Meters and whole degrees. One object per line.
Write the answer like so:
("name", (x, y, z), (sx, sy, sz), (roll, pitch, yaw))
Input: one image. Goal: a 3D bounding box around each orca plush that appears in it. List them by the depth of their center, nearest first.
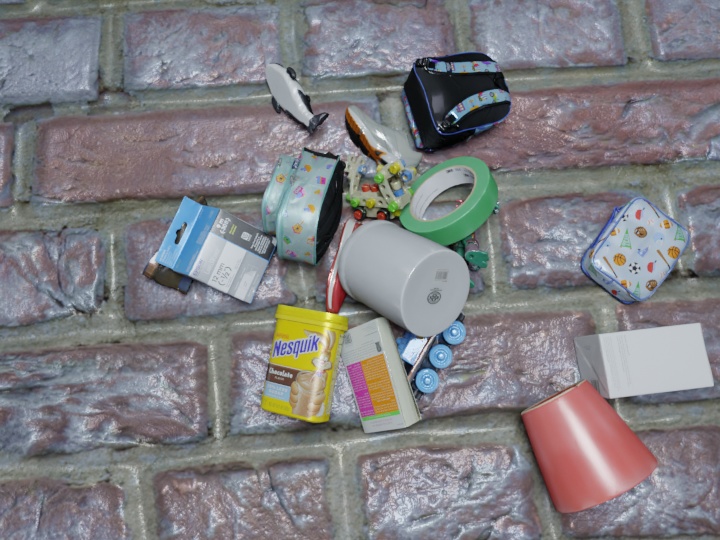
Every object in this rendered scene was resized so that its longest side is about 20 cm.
("orca plush", (-0.128, -0.381, 1.125), (0.071, 0.106, 0.200), (-19, 49, -41))

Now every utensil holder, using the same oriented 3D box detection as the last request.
("utensil holder", (0.078, 0.013, 0.958), (0.168, 0.199, 0.173), (-13, 115, -29))

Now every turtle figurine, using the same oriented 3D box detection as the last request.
("turtle figurine", (0.222, -0.060, 1.044), (0.099, 0.151, 0.201), (8, 40, 9))

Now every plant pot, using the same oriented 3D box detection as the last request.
("plant pot", (0.405, 0.315, 0.960), (0.198, 0.201, 0.179), (-26, 71, -5))

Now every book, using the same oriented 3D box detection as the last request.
("book", (0.026, 0.205, 1.002), (0.048, 0.133, 0.203), (-9, 78, -44))

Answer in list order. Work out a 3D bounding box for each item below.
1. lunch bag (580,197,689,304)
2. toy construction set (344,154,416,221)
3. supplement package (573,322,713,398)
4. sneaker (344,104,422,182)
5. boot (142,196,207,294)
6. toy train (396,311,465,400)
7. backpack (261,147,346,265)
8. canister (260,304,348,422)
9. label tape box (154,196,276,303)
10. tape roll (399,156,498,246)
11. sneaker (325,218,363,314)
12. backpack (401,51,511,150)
("lunch bag", (0.565, -0.046, 1.074), (0.160, 0.076, 0.201), (38, 83, 8))
("toy construction set", (0.028, -0.172, 1.053), (0.092, 0.199, 0.133), (-32, 123, -26))
("supplement package", (0.544, 0.176, 1.009), (0.197, 0.121, 0.122), (-7, 80, -1))
("sneaker", (0.050, -0.285, 1.118), (0.092, 0.076, 0.200), (-41, 90, -15))
("boot", (-0.354, -0.050, 1.077), (0.096, 0.075, 0.201), (34, 83, -11))
("toy train", (0.128, 0.152, 1.028), (0.113, 0.087, 0.202), (30, 84, 9))
("backpack", (-0.112, -0.117, 1.007), (0.151, 0.177, 0.202), (8, 57, -3))
("canister", (-0.110, 0.179, 1.007), (0.146, 0.086, 0.203), (7, 82, 22))
("label tape box", (-0.283, -0.040, 1.029), (0.198, 0.066, 0.145), (28, 79, -25))
("tape roll", (0.172, -0.139, 1.032), (0.201, 0.200, 0.048), (-48, 126, -7))
("sneaker", (0.000, 0.000, 1.058), (0.114, 0.078, 0.203), (13, 81, 3))
("backpack", (0.207, -0.360, 1.094), (0.197, 0.135, 0.185), (-17, 82, -16))
